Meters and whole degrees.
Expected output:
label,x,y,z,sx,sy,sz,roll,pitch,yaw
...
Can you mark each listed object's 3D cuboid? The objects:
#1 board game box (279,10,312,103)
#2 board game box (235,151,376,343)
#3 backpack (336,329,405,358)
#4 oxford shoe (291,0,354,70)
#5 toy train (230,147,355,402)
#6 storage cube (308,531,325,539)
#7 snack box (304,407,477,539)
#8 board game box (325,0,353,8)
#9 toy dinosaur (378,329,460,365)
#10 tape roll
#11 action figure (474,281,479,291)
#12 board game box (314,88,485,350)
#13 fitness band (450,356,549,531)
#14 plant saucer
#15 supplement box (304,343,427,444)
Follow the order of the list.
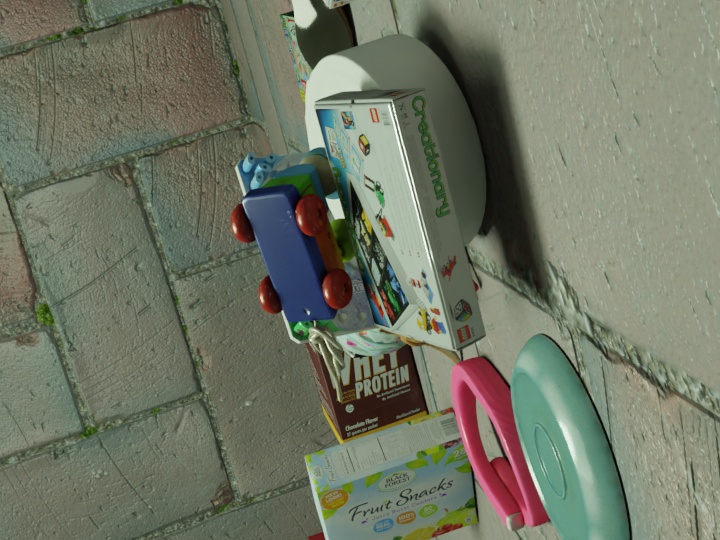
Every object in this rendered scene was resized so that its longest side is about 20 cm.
label,x,y,z,sx,sy,sz,roll,pitch,yaw
board game box,-0.073,-0.301,1.699,0.200,0.029,0.137,-132,27,-73
board game box,-0.007,-0.039,1.200,0.026,0.197,0.203,-48,56,54
backpack,0.000,0.000,1.386,0.203,0.165,0.127,65,166,13
oxford shoe,-0.044,-0.314,1.397,0.072,0.070,0.202,-62,-39,-49
toy train,-0.030,0.000,1.052,0.116,0.083,0.203,-51,-51,-50
storage cube,-0.027,0.814,3.242,0.201,0.177,0.173,-119,14,-60
snack box,0.041,0.277,1.494,0.068,0.197,0.171,-117,13,-47
board game box,-0.047,-0.399,1.271,0.126,0.034,0.203,135,118,-82
toy dinosaur,0.067,0.066,1.297,0.106,0.198,0.061,-33,37,51
tape roll,0.027,-0.103,1.055,0.203,0.070,0.205,48,150,40
action figure,0.060,-0.059,1.185,0.066,0.051,0.203,107,148,-63
board game box,0.030,-0.043,0.952,0.126,0.034,0.203,13,123,60
fitness band,0.136,0.172,1.188,0.200,0.037,0.146,-125,20,-63
plant saucer,0.166,0.154,0.976,0.200,0.027,0.204,162,91,-83
supplement box,-0.005,0.126,1.744,0.197,0.131,0.203,-138,31,-76
